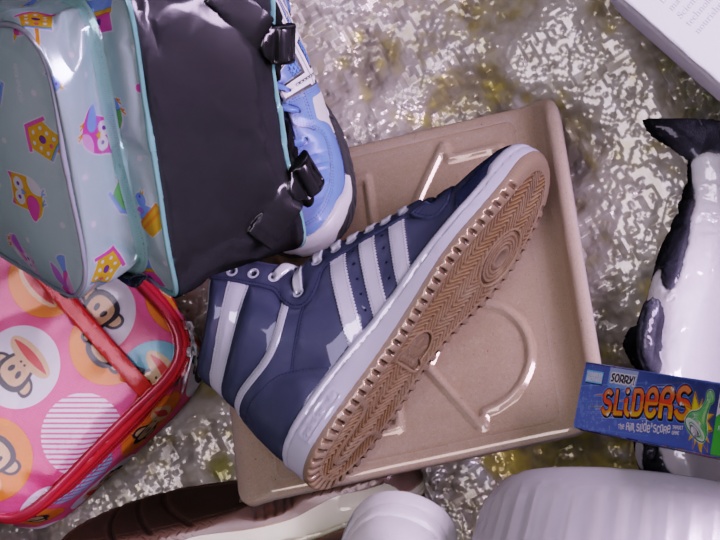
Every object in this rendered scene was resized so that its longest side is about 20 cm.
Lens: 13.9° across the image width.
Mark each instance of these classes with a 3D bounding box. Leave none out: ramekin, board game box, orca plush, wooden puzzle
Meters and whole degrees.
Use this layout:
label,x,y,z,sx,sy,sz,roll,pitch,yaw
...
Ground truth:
label,x,y,z,sx,sy,sz,roll,pitch,yaw
ramekin,0.140,0.158,1.432,0.201,0.202,0.095,5,75,12
board game box,0.220,0.082,1.398,0.199,0.135,0.035,12,87,-28
orca plush,0.153,0.023,1.499,0.071,0.105,0.201,-12,81,44
wooden puzzle,0.024,0.020,1.518,0.199,0.046,0.186,-15,63,15

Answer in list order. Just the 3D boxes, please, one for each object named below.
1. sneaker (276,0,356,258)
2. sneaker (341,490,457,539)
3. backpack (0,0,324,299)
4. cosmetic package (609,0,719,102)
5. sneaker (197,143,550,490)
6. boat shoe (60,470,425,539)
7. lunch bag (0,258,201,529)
label,x,y,z,sx,sy,sz,roll,pitch,yaw
sneaker,-0.061,-0.097,1.529,0.075,0.077,0.201,-25,68,7
sneaker,-0.005,0.209,1.475,0.074,0.100,0.201,14,122,5
backpack,-0.129,-0.083,1.451,0.153,0.200,0.177,-20,112,-21
cosmetic package,0.259,-0.147,1.461,0.200,0.123,0.200,43,95,10
sneaker,0.000,0.000,1.469,0.108,0.070,0.200,36,86,28
boat shoe,-0.059,0.152,1.533,0.201,0.075,0.075,-13,105,15
lunch bag,-0.180,0.019,1.566,0.176,0.082,0.200,-43,78,1
